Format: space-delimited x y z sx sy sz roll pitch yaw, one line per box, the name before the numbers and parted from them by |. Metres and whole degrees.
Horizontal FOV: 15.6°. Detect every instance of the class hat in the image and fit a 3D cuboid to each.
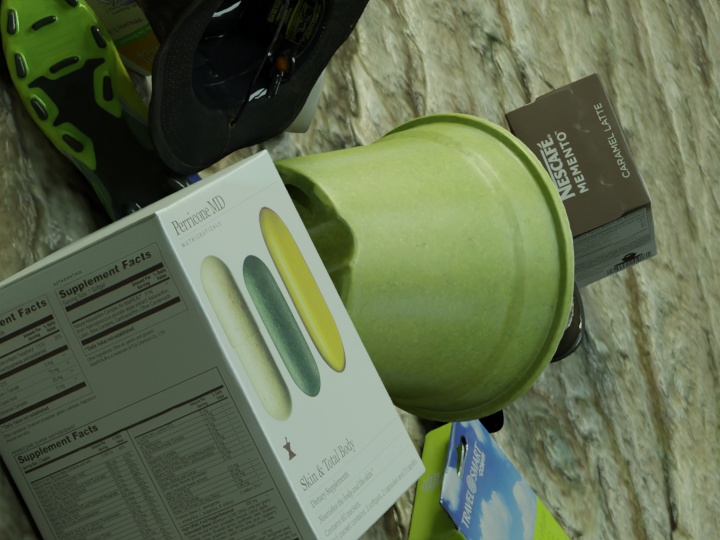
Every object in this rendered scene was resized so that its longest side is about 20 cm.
hat | -0.077 -0.154 1.520 0.081 0.201 0.201 37 17 20

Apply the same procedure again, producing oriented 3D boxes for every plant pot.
plant pot | 0.000 0.000 1.636 0.184 0.200 0.201 -2 70 -51

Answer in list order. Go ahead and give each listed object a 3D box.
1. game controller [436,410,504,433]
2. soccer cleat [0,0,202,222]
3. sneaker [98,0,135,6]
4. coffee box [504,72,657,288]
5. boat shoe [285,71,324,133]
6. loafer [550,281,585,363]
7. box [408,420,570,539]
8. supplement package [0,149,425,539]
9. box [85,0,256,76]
game controller | 0.053 0.022 1.864 0.104 0.042 0.200 -1 70 -63
soccer cleat | -0.152 -0.085 1.552 0.200 0.065 0.084 57 -4 -10
sneaker | -0.177 -0.239 1.566 0.200 0.070 0.100 52 10 12
coffee box | 0.176 -0.067 2.062 0.200 0.080 0.115 54 13 -76
boat shoe | -0.069 -0.196 1.787 0.075 0.093 0.200 172 -78 -76
loafer | 0.105 -0.021 1.962 0.200 0.073 0.071 66 5 24
box | 0.096 0.193 1.789 0.200 0.048 0.122 52 27 -27
supplement package | -0.092 0.068 1.402 0.200 0.150 0.152 64 25 -5
box | -0.120 -0.240 1.646 0.101 0.112 0.200 33 48 -51
